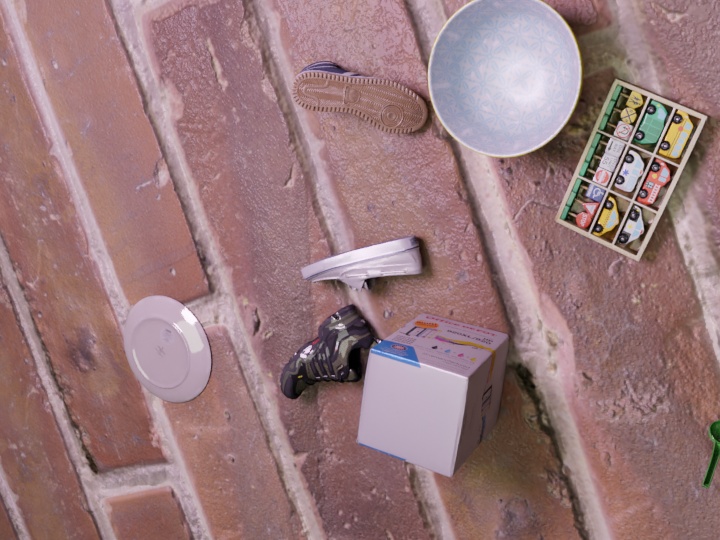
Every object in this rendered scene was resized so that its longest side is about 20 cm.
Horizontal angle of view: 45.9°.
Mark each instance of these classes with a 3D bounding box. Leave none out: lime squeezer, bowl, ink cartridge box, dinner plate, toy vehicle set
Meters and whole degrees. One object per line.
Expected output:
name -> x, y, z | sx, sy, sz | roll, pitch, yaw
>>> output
lime squeezer -> 0.477, 0.186, 1.100 | 0.037, 0.070, 0.202 | 21, 83, 36
bowl -> 0.197, -0.253, 1.097 | 0.197, 0.107, 0.204 | 7, 107, 25
ink cartridge box -> 0.108, 0.166, 1.200 | 0.145, 0.199, 0.147 | 14, 107, 23
dinner plate -> -0.354, 0.145, 1.527 | 0.197, 0.024, 0.204 | 7, 106, 24
toy vehicle set -> 0.347, -0.130, 1.100 | 0.123, 0.026, 0.202 | 27, 113, 19

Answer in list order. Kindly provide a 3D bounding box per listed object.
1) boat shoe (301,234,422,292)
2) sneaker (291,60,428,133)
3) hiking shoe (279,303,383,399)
boat shoe -> 0.000, 0.000, 1.282 | 0.198, 0.073, 0.066 | -14, 93, 30
sneaker -> -0.002, -0.254, 1.228 | 0.197, 0.109, 0.071 | 12, 108, -9
hiking shoe -> -0.050, 0.151, 1.345 | 0.101, 0.075, 0.201 | 46, 117, 12
